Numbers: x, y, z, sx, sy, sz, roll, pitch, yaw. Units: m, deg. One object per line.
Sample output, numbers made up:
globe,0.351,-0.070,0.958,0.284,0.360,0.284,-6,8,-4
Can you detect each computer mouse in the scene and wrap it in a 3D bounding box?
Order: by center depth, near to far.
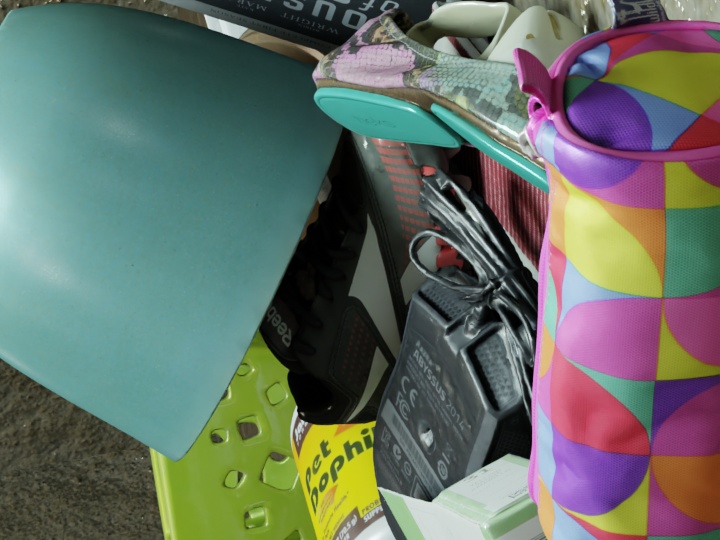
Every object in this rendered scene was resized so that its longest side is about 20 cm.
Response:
computer mouse,0.057,0.060,1.055,0.139,0.053,0.200,60,150,31

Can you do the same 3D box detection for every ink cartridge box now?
ink cartridge box,0.078,0.147,0.990,0.146,0.048,0.200,61,172,-5

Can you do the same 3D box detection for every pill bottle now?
pill bottle,0.022,0.118,1.355,0.200,0.109,0.109,-110,13,-55

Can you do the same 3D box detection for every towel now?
towel,0.068,-0.006,1.086,0.144,0.023,0.200,-124,25,-52

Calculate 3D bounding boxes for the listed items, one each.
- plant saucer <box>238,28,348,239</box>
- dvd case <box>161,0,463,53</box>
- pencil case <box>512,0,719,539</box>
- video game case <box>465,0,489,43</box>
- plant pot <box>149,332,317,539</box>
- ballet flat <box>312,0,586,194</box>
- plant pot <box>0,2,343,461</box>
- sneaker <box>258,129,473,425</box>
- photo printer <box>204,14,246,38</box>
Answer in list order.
plant saucer,-0.020,-0.036,1.258,0.200,0.029,0.200,38,142,37
dvd case,-0.019,-0.156,1.079,0.200,0.150,0.025,117,169,-66
pencil case,0.092,0.012,0.755,0.088,0.088,0.200,-108,10,-50
video game case,0.045,-0.086,1.241,0.182,0.024,0.200,92,167,-56
plant pot,-0.066,0.125,1.783,0.199,0.181,0.200,-132,32,-78
ballet flat,0.052,-0.075,0.968,0.069,0.071,0.200,35,174,-35
plant pot,-0.118,-0.033,1.123,0.201,0.161,0.201,-62,9,18
sneaker,0.000,0.000,1.114,0.071,0.098,0.200,-116,20,-45
photo printer,-0.043,-0.205,1.405,0.166,0.069,0.200,75,-163,-50
